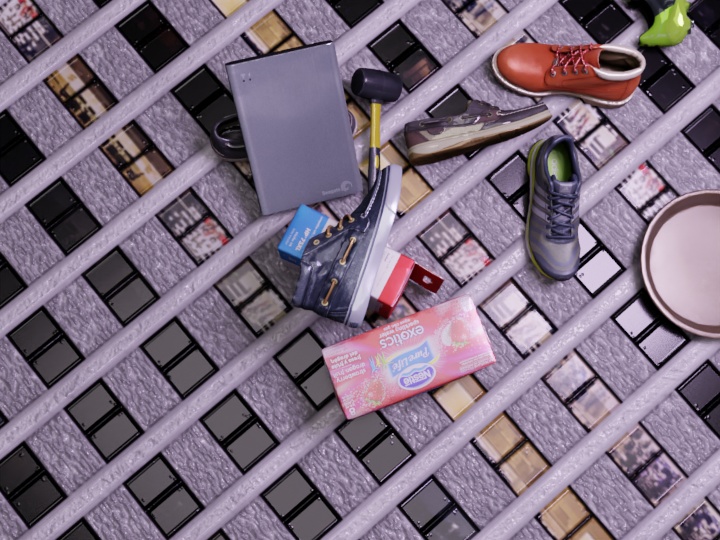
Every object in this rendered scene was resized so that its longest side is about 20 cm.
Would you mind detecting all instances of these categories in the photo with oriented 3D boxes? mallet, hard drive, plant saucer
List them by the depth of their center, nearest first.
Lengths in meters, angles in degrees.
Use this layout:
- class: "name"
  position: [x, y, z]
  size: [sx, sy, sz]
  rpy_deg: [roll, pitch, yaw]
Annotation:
- class: "hard drive"
  position: [-0.083, -0.182, 1.141]
  size: [0.139, 0.033, 0.200]
  rpy_deg: [-15, 113, -7]
- class: "plant saucer"
  position: [0.467, -0.008, 1.169]
  size: [0.200, 0.029, 0.200]
  rpy_deg: [0, 80, -1]
- class: "mallet"
  position: [0.028, -0.172, 1.191]
  size: [0.066, 0.041, 0.200]
  rpy_deg: [-6, 92, -31]

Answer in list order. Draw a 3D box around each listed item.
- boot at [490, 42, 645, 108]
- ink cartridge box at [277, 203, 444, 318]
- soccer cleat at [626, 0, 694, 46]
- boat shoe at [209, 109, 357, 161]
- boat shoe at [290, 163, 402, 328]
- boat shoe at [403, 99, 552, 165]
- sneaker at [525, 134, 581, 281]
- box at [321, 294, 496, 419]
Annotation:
- class: "boot"
  position: [0.277, -0.276, 1.174]
  size: [0.200, 0.107, 0.075]
  rpy_deg: [9, 82, 3]
- class: "ink cartridge box"
  position: [0.000, 0.000, 1.119]
  size: [0.200, 0.116, 0.067]
  rpy_deg: [27, 81, 4]
- class: "soccer cleat"
  position: [0.409, -0.406, 1.219]
  size: [0.081, 0.068, 0.200]
  rpy_deg: [-5, 81, 12]
- class: "boat shoe"
  position: [-0.102, -0.186, 1.175]
  size: [0.200, 0.063, 0.073]
  rpy_deg: [-8, 78, -3]
- class: "boat shoe"
  position: [-0.015, -0.039, 1.029]
  size: [0.091, 0.071, 0.200]
  rpy_deg: [17, 82, -2]
- class: "boat shoe"
  position: [0.155, -0.197, 1.175]
  size: [0.200, 0.073, 0.065]
  rpy_deg: [-16, 86, -3]
- class: "sneaker"
  position: [0.255, -0.086, 1.153]
  size: [0.074, 0.081, 0.200]
  rpy_deg: [-4, 81, -1]
- class: "box"
  position: [0.058, 0.111, 1.110]
  size: [0.200, 0.100, 0.096]
  rpy_deg: [-20, 81, -4]
